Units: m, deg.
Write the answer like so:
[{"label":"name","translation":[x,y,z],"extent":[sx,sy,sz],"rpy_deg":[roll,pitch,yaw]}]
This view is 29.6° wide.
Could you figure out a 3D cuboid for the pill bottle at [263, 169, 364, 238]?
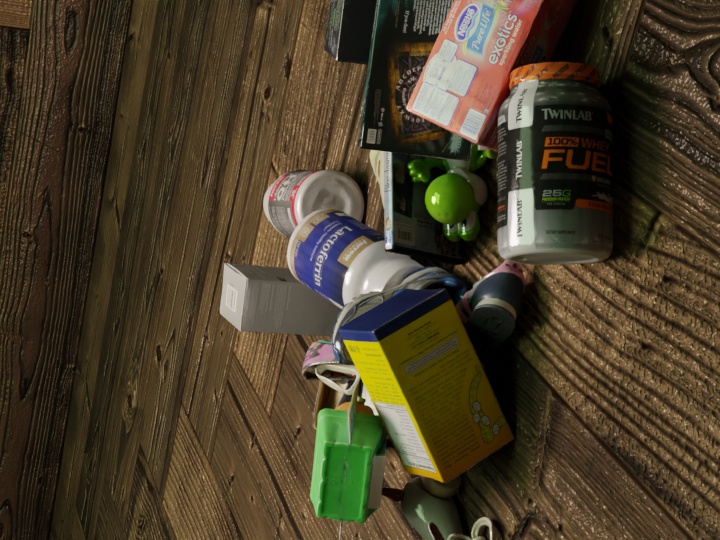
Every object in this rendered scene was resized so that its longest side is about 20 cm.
[{"label":"pill bottle","translation":[-0.080,-0.101,2.112],"extent":[0.200,0.110,0.111],"rpy_deg":[-171,85,-66]}]

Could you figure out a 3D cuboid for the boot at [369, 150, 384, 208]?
[{"label":"boot","translation":[0.070,-0.138,1.820],"extent":[0.200,0.072,0.155],"rpy_deg":[120,146,-56]}]

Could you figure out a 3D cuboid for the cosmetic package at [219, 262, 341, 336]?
[{"label":"cosmetic package","translation":[-0.098,0.045,2.023],"extent":[0.107,0.199,0.091],"rpy_deg":[-152,66,-62]}]

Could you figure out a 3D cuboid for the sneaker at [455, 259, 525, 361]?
[{"label":"sneaker","translation":[0.147,0.052,1.643],"extent":[0.082,0.070,0.200],"rpy_deg":[-68,11,-26]}]

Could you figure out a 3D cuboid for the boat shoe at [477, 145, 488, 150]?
[{"label":"boat shoe","translation":[0.176,-0.239,1.606],"extent":[0.072,0.060,0.202],"rpy_deg":[50,-134,-87]}]

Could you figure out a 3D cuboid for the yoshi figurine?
[{"label":"yoshi figurine","translation":[0.117,-0.138,1.672],"extent":[0.112,0.111,0.201],"rpy_deg":[-12,79,59]}]

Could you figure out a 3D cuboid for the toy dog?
[{"label":"toy dog","translation":[0.084,0.324,1.684],"extent":[0.200,0.096,0.133],"rpy_deg":[-126,45,-56]}]

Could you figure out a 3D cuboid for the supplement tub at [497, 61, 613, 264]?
[{"label":"supplement tub","translation":[0.205,-0.111,1.437],"extent":[0.122,0.122,0.201],"rpy_deg":[166,105,-66]}]

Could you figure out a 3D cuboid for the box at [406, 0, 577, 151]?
[{"label":"box","translation":[0.147,-0.244,1.520],"extent":[0.102,0.095,0.201],"rpy_deg":[28,99,25]}]

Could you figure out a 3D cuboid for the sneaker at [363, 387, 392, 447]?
[{"label":"sneaker","translation":[0.029,0.183,1.859],"extent":[0.200,0.075,0.116],"rpy_deg":[164,107,-68]}]

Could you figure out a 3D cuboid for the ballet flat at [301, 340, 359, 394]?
[{"label":"ballet flat","translation":[0.006,0.137,1.834],"extent":[0.199,0.069,0.071],"rpy_deg":[3,55,33]}]

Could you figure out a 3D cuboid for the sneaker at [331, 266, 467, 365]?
[{"label":"sneaker","translation":[0.051,0.054,1.700],"extent":[0.085,0.200,0.077],"rpy_deg":[9,127,57]}]

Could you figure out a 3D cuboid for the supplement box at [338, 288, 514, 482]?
[{"label":"supplement box","translation":[0.077,0.133,1.610],"extent":[0.201,0.109,0.109],"rpy_deg":[65,158,-10]}]

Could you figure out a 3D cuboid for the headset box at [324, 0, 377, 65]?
[{"label":"headset box","translation":[0.051,-0.301,1.699],"extent":[0.200,0.173,0.093],"rpy_deg":[-119,36,-76]}]

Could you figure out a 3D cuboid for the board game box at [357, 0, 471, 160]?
[{"label":"board game box","translation":[0.076,-0.235,1.597],"extent":[0.028,0.134,0.201],"rpy_deg":[-112,30,-77]}]

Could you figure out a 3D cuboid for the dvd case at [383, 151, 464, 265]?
[{"label":"dvd case","translation":[0.080,-0.114,1.711],"extent":[0.017,0.142,0.201],"rpy_deg":[-10,76,41]}]

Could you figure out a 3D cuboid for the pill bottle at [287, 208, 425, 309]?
[{"label":"pill bottle","translation":[0.000,0.000,1.837],"extent":[0.200,0.115,0.116],"rpy_deg":[30,116,45]}]

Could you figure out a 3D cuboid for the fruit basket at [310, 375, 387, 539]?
[{"label":"fruit basket","translation":[-0.004,0.222,1.717],"extent":[0.200,0.093,0.186],"rpy_deg":[-57,-25,-69]}]

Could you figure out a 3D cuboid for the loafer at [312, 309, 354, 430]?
[{"label":"loafer","translation":[-0.025,0.144,1.974],"extent":[0.073,0.072,0.201],"rpy_deg":[16,105,44]}]
